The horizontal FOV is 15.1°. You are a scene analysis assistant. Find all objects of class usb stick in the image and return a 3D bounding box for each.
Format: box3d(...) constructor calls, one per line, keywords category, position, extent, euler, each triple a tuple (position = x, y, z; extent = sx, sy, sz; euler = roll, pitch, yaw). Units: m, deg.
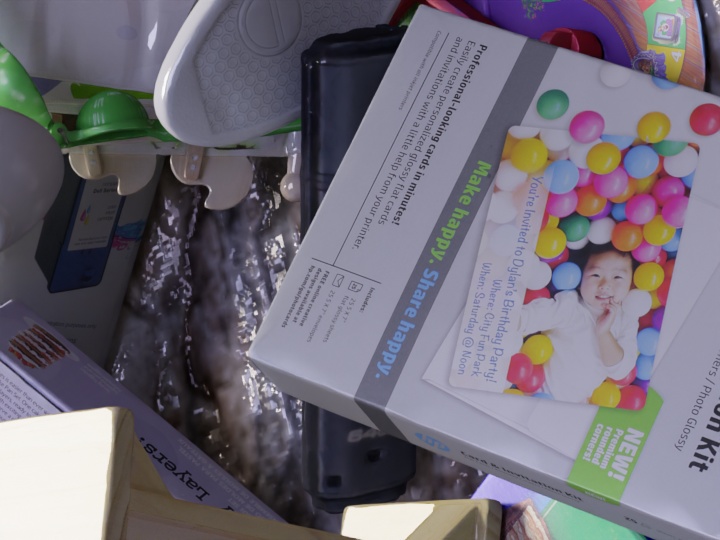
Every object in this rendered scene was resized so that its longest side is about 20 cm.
box3d(category="usb stick", position=(0.000, 0.000, 1.091), extent=(0.033, 0.055, 0.200), euler=(20, 116, 46))

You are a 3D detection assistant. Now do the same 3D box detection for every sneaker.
box3d(category="sneaker", position=(-0.033, -0.130, 1.115), extent=(0.099, 0.071, 0.200), euler=(14, 60, 50))

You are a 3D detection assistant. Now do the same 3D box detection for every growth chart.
box3d(category="growth chart", position=(-0.107, -0.107, 1.162), extent=(0.018, 0.200, 0.145), euler=(178, 104, -79))

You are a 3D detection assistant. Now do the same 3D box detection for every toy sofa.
box3d(category="toy sofa", position=(-0.045, 0.115, 0.961), extent=(0.083, 0.200, 0.098), euler=(-8, 72, 45))

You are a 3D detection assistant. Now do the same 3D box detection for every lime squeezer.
box3d(category="lime squeezer", position=(-0.115, -0.080, 1.138), extent=(0.071, 0.200, 0.038), euler=(-68, 9, -28))

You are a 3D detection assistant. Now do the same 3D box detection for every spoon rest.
box3d(category="spoon rest", position=(-0.192, -0.010, 1.157), extent=(0.200, 0.099, 0.061), euler=(122, 147, -44))

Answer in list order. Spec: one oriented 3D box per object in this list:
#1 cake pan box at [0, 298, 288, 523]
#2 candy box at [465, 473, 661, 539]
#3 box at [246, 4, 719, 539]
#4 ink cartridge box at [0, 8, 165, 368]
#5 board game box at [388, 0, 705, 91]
box3d(category="cake pan box", position=(-0.128, 0.142, 1.178), extent=(0.200, 0.052, 0.184), euler=(38, 119, 8))
box3d(category="candy box", position=(0.079, 0.180, 1.022), extent=(0.169, 0.077, 0.200), euler=(51, 120, 34))
box3d(category="box", position=(0.079, 0.002, 0.991), extent=(0.200, 0.041, 0.156), euler=(21, 77, 25))
box3d(category="ink cartridge box", position=(-0.173, -0.044, 1.261), extent=(0.145, 0.087, 0.200), euler=(28, 104, 40))
box3d(category="board game box", position=(0.046, -0.076, 1.095), extent=(0.200, 0.039, 0.158), euler=(-18, 75, 40))
